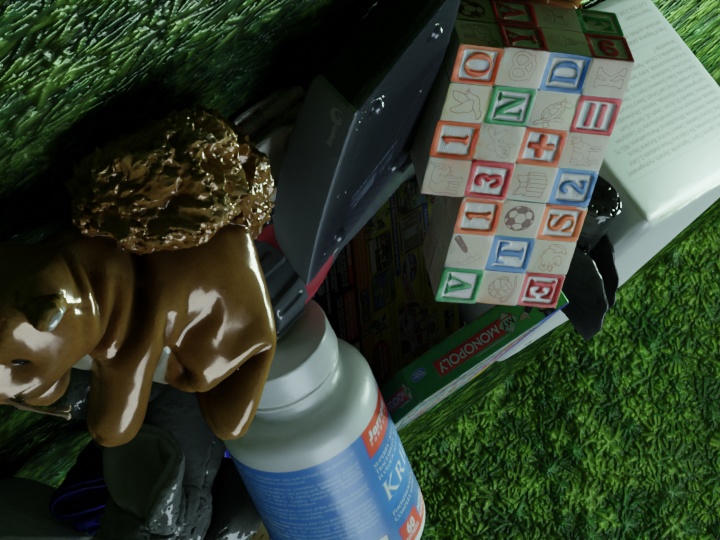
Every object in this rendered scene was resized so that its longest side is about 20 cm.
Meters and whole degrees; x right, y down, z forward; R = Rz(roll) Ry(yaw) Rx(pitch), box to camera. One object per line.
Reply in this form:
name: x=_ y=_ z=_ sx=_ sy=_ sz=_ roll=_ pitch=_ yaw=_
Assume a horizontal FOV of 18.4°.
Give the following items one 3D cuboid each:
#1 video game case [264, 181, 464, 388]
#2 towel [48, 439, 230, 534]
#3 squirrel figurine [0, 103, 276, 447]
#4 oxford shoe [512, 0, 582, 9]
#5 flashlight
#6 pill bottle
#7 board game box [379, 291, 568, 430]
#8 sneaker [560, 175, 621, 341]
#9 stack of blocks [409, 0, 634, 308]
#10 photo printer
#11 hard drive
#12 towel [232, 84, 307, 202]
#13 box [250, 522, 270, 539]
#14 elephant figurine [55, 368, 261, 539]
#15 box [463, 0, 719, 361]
video game case: x=0.000 y=0.000 z=1.591 sx=0.180 sy=0.025 sz=0.201 roll=-30 pitch=129 yaw=-34
towel: x=-0.155 y=0.145 z=1.746 sx=0.147 sy=0.050 sz=0.200 roll=-20 pitch=-170 yaw=9
squirrel figurine: x=-0.136 y=-0.007 z=1.194 sx=0.186 sy=0.141 sz=0.201 roll=4 pitch=117 yaw=-52
oxford shoe: x=0.122 y=-0.169 z=1.447 sx=0.200 sy=0.071 sz=0.071 roll=-44 pitch=166 yaw=28
flashlight: x=-0.021 y=-0.039 z=1.471 sx=0.200 sy=0.067 sz=0.068 roll=-49 pitch=162 yaw=-34
pill bottle: x=-0.032 y=0.115 z=1.506 sx=0.112 sy=0.112 sz=0.201 roll=-34 pitch=133 yaw=-14
board game box: x=0.060 y=0.073 z=1.597 sx=0.134 sy=0.029 sz=0.200 roll=-32 pitch=174 yaw=-21
sneaker: x=0.106 y=-0.042 z=1.569 sx=0.060 sy=0.199 sz=0.104 roll=-57 pitch=178 yaw=-47
stack of blocks: x=0.092 y=-0.073 z=1.438 sx=0.114 sy=0.059 sz=0.201 roll=4 pitch=128 yaw=-12
photo printer: x=-0.251 y=0.221 z=1.675 sx=0.200 sy=0.165 sz=0.070 roll=-11 pitch=119 yaw=-69
hard drive: x=0.001 y=-0.088 z=1.334 sx=0.135 sy=0.042 sz=0.200 roll=-53 pitch=170 yaw=-28
towel: x=-0.100 y=-0.038 z=1.378 sx=0.200 sy=0.035 sz=0.133 roll=-38 pitch=169 yaw=3
box: x=-0.062 y=0.190 z=1.747 sx=0.122 sy=0.106 sz=0.201 roll=123 pitch=-8 yaw=-77
elephant figurine: x=-0.138 y=0.154 z=1.565 sx=0.140 sy=0.201 sz=0.155 roll=-3 pitch=152 yaw=-20
box: x=0.160 y=-0.075 z=1.704 sx=0.200 sy=0.172 sz=0.199 roll=-27 pitch=166 yaw=-47
